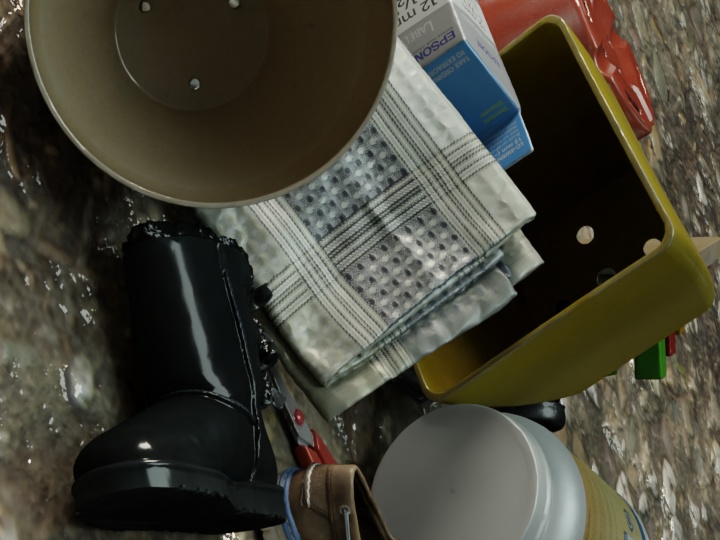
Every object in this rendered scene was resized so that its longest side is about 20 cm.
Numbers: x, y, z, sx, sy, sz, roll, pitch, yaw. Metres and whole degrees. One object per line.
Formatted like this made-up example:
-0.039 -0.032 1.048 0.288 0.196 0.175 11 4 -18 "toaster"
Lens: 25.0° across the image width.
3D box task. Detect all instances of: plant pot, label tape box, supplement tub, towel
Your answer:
-0.091 -0.139 0.920 0.202 0.199 0.134 67 -9 -9 "plant pot"
0.115 -0.135 1.282 0.201 0.194 0.202 50 25 -34 "plant pot"
0.022 -0.127 1.114 0.066 0.143 0.201 39 26 -42 "label tape box"
0.105 0.184 1.110 0.200 0.144 0.146 42 37 -51 "supplement tub"
0.000 -0.036 1.001 0.192 0.035 0.201 -34 88 -25 "towel"
0.138 -0.018 1.146 0.176 0.199 0.201 27 34 -50 "plant pot"

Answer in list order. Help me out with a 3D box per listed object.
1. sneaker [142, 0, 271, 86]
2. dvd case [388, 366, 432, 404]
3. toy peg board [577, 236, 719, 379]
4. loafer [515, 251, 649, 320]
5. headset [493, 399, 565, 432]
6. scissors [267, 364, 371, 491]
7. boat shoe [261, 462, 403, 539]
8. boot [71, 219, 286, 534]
-0.095 -0.225 1.038 0.078 0.099 0.202 3 70 -64 "sneaker"
0.000 0.000 1.176 0.200 0.022 0.147 39 40 -53 "dvd case"
0.194 0.031 1.383 0.199 0.198 0.099 -17 106 -66 "toy peg board"
0.150 0.032 1.260 0.072 0.199 0.063 67 30 -14 "loafer"
0.116 0.129 1.275 0.201 0.093 0.124 78 14 -47 "headset"
-0.037 0.107 1.027 0.201 0.014 0.073 61 28 -25 "scissors"
0.011 0.202 0.989 0.201 0.072 0.072 59 26 -25 "boat shoe"
-0.099 0.053 0.864 0.198 0.073 0.164 28 50 -66 "boot"
